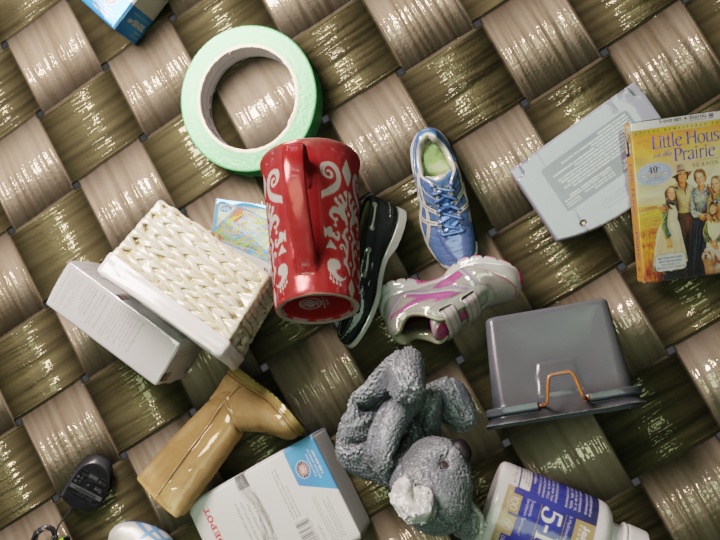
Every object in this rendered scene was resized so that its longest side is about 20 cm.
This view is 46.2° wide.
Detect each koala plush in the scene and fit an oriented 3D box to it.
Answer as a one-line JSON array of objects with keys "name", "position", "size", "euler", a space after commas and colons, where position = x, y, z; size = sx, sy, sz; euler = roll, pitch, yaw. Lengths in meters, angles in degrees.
[{"name": "koala plush", "position": [0.072, 0.240, 1.036], "size": [0.184, 0.177, 0.201], "euler": [-43, 48, 11]}]

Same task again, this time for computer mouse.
[{"name": "computer mouse", "position": [-0.419, 0.346, 1.219], "size": [0.058, 0.034, 0.201], "euler": [34, 99, -16]}]

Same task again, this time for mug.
[{"name": "mug", "position": [-0.072, -0.051, 1.052], "size": [0.132, 0.176, 0.204], "euler": [-18, 64, 32]}]

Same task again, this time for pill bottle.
[{"name": "pill bottle", "position": [0.251, 0.332, 1.058], "size": [0.196, 0.120, 0.122], "euler": [20, 91, 9]}]

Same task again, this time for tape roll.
[{"name": "tape roll", "position": [-0.152, -0.236, 1.184], "size": [0.196, 0.048, 0.205], "euler": [0, 87, 10]}]

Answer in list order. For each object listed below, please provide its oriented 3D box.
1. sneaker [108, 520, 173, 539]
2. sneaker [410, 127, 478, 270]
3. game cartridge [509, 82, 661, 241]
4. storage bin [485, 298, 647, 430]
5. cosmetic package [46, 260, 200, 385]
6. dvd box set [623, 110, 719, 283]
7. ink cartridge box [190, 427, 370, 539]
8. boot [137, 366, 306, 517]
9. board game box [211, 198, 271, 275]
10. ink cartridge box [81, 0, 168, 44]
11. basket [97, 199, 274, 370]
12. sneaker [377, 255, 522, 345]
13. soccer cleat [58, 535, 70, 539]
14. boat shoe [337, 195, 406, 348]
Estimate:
[{"name": "sneaker", "position": [-0.273, 0.421, 1.168], "size": [0.199, 0.072, 0.072], "euler": [37, 96, 10]}, {"name": "sneaker", "position": [0.105, -0.093, 1.120], "size": [0.074, 0.077, 0.204], "euler": [-18, 87, 7]}, {"name": "game cartridge", "position": [0.313, -0.134, 1.108], "size": [0.198, 0.040, 0.135], "euler": [-34, 79, 7]}, {"name": "storage bin", "position": [0.243, 0.117, 1.065], "size": [0.196, 0.146, 0.137], "euler": [-11, 76, 9]}, {"name": "cosmetic package", "position": [-0.324, 0.071, 1.175], "size": [0.198, 0.102, 0.075], "euler": [32, 94, 8]}, {"name": "dvd box set", "position": [0.414, -0.094, 1.065], "size": [0.143, 0.029, 0.205], "euler": [-7, 97, 1]}, {"name": "ink cartridge box", "position": [-0.107, 0.327, 1.136], "size": [0.198, 0.084, 0.147], "euler": [-30, 83, 8]}, {"name": "boot", "position": [-0.182, 0.241, 1.115], "size": [0.174, 0.066, 0.201], "euler": [25, 71, 47]}, {"name": "board game box", "position": [-0.114, -0.020, 1.175], "size": [0.195, 0.034, 0.138], "euler": [9, 89, 10]}, {"name": "ink cartridge box", "position": [-0.324, -0.455, 1.202], "size": [0.146, 0.084, 0.201], "euler": [41, 94, 8]}, {"name": "basket", "position": [-0.215, 0.018, 1.097], "size": [0.198, 0.136, 0.125], "euler": [33, 79, 8]}, {"name": "sneaker", "position": [0.117, 0.050, 1.096], "size": [0.196, 0.082, 0.089], "euler": [-18, 43, 15]}, {"name": "soccer cleat", "position": [-0.376, 0.464, 1.185], "size": [0.200, 0.068, 0.081], "euler": [43, 89, 6]}, {"name": "boat shoe", "position": [0.000, 0.000, 1.124], "size": [0.059, 0.075, 0.204], "euler": [23, 74, -21]}]
